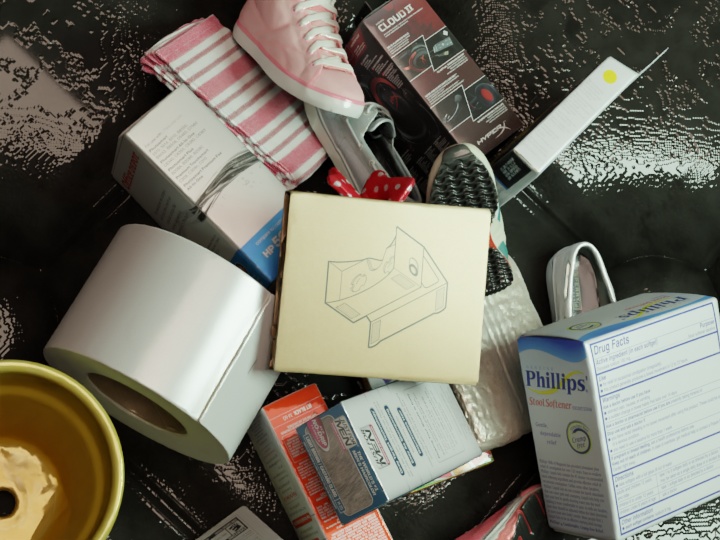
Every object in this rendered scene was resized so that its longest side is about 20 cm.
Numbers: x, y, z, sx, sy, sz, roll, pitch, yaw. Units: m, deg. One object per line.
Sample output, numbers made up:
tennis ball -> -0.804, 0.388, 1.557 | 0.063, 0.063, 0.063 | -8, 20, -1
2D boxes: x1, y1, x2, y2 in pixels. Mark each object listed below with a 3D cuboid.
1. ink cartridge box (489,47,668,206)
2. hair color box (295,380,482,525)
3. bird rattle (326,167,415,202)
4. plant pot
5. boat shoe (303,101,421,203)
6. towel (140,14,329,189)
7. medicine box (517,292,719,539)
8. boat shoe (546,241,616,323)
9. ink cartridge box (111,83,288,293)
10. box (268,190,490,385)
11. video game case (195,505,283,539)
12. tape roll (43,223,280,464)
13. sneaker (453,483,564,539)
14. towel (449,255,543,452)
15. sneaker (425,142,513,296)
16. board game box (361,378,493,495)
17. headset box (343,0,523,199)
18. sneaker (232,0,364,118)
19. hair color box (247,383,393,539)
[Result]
ink cartridge box -> 0.198, -0.145, 1.749 | 0.047, 0.198, 0.200 | 45, 70, 0
hair color box -> 0.030, 0.160, 1.615 | 0.200, 0.060, 0.100 | -13, 74, -61
bird rattle -> 0.000, 0.000, 1.656 | 0.112, 0.163, 0.201 | -28, 93, -28
plant pot -> -0.318, 0.196, 1.543 | 0.200, 0.189, 0.202 | 3, 75, -12
boat shoe -> 0.008, -0.129, 1.733 | 0.070, 0.071, 0.201 | 8, 50, -50
towel -> -0.115, -0.169, 1.732 | 0.200, 0.030, 0.146 | 43, 31, 0
medicine box -> 0.266, 0.139, 1.689 | 0.182, 0.103, 0.201 | -16, 99, -35
boat shoe -> 0.234, 0.069, 1.772 | 0.073, 0.065, 0.201 | -11, 79, -16
ink cartridge box -> -0.140, -0.067, 1.675 | 0.084, 0.146, 0.200 | -43, 89, -18
box -> 0.020, 0.016, 1.572 | 0.199, 0.021, 0.164 | 5, 89, -20
video game case -> -0.135, 0.320, 1.578 | 0.200, 0.182, 0.024 | -35, 130, -20
tape roll -> -0.174, 0.069, 1.604 | 0.202, 0.203, 0.139 | 31, 70, -4
sneaker -> 0.125, 0.268, 1.693 | 0.200, 0.087, 0.074 | -38, 117, -40
towel -> 0.128, 0.077, 1.746 | 0.132, 0.034, 0.201 | -16, 79, -30
sneaker -> 0.099, -0.065, 1.674 | 0.070, 0.200, 0.094 | -17, 48, 3
board game box -> 0.054, 0.115, 1.740 | 0.095, 0.030, 0.201 | -18, 78, -17
headset box -> 0.056, -0.182, 1.750 | 0.075, 0.149, 0.200 | -37, 86, -21
sneaker -> -0.050, -0.236, 1.711 | 0.075, 0.105, 0.200 | 8, 27, -43
hair color box -> -0.034, 0.217, 1.647 | 0.064, 0.111, 0.201 | -23, 83, -17
